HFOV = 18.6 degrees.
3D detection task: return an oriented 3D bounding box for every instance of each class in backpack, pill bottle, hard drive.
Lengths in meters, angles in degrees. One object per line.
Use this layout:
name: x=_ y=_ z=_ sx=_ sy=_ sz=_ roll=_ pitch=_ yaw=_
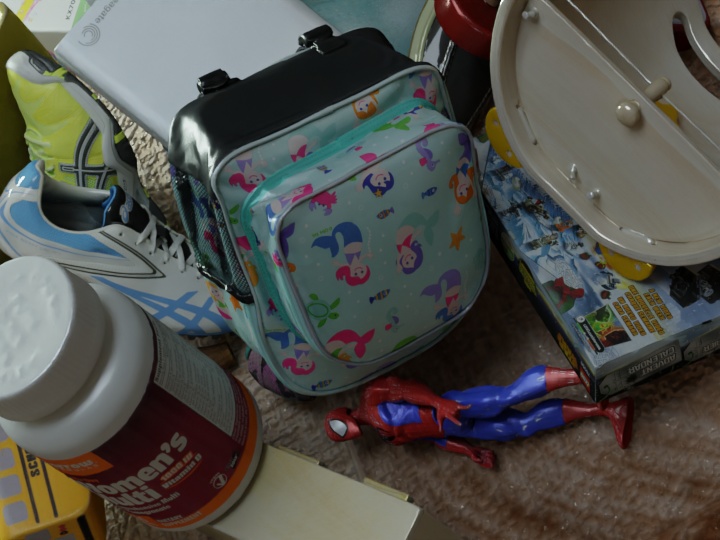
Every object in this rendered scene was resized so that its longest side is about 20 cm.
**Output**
backpack: x=-0.010 y=-0.024 z=1.341 sx=0.177 sy=0.201 sz=0.151 roll=-27 pitch=41 yaw=-19
pill bottle: x=-0.152 y=0.075 z=1.325 sx=0.109 sy=0.200 sz=0.110 roll=-15 pitch=58 yaw=25
hard drive: x=-0.086 y=-0.132 z=1.459 sx=0.200 sy=0.027 sz=0.132 roll=38 pitch=81 yaw=10

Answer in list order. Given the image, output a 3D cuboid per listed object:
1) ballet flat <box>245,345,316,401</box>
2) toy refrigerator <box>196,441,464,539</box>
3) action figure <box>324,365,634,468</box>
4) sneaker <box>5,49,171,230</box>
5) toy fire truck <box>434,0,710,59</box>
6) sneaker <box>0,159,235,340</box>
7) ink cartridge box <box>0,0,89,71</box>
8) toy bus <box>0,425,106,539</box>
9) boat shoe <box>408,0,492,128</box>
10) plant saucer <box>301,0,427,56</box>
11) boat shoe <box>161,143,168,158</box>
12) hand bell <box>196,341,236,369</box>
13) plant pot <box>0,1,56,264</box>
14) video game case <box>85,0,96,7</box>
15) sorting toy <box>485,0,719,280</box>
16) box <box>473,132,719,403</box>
ballet flat: x=0.000 y=0.000 z=1.463 sx=0.071 sy=0.069 sz=0.201 roll=31 pitch=88 yaw=21
toy refrigerator: x=-0.033 y=0.155 z=1.385 sx=0.199 sy=0.076 sz=0.070 roll=19 pitch=76 yaw=38
action figure: x=0.066 y=0.091 z=1.365 sx=0.199 sy=0.065 sz=0.052 roll=-4 pitch=54 yaw=29
sneaker: x=-0.195 y=-0.060 z=1.518 sx=0.076 sy=0.201 sz=0.075 roll=-37 pitch=29 yaw=-17
toy fire truck: x=0.129 y=-0.229 z=1.435 sx=0.112 sy=0.167 sz=0.201 roll=-51 pitch=49 yaw=47
sneaker: x=-0.149 y=-0.013 z=1.478 sx=0.073 sy=0.199 sz=0.072 roll=-54 pitch=23 yaw=35
ink cartridge box: x=-0.237 y=-0.221 z=1.722 sx=0.199 sy=0.067 sz=0.118 roll=4 pitch=68 yaw=34
toy bus: x=-0.218 y=0.094 z=1.447 sx=0.078 sy=0.065 sz=0.201 roll=-18 pitch=59 yaw=-5
boat shoe: x=0.092 y=-0.179 z=1.491 sx=0.066 sy=0.072 sz=0.202 roll=5 pitch=64 yaw=39
plant saucer: x=-0.034 y=-0.196 z=1.542 sx=0.199 sy=0.039 sz=0.202 roll=-8 pitch=37 yaw=6
boat shoe: x=-0.067 y=-0.116 z=1.556 sx=0.074 sy=0.087 sz=0.202 roll=9 pitch=41 yaw=27
hand bell: x=-0.177 y=0.102 z=1.511 sx=0.199 sy=0.104 sz=0.104 roll=-29 pitch=52 yaw=2
plant pot: x=-0.294 y=-0.058 z=1.592 sx=0.199 sy=0.176 sz=0.201 roll=2 pitch=65 yaw=40
video game case: x=-0.128 y=-0.236 z=1.579 sx=0.024 sy=0.200 sz=0.183 roll=18 pitch=75 yaw=20
sorting toy: x=0.189 y=-0.101 z=1.327 sx=0.200 sy=0.107 sz=0.180 roll=46 pitch=49 yaw=12
box: x=0.159 y=-0.024 z=1.351 sx=0.136 sy=0.040 sz=0.201 roll=-21 pitch=51 yaw=-11
